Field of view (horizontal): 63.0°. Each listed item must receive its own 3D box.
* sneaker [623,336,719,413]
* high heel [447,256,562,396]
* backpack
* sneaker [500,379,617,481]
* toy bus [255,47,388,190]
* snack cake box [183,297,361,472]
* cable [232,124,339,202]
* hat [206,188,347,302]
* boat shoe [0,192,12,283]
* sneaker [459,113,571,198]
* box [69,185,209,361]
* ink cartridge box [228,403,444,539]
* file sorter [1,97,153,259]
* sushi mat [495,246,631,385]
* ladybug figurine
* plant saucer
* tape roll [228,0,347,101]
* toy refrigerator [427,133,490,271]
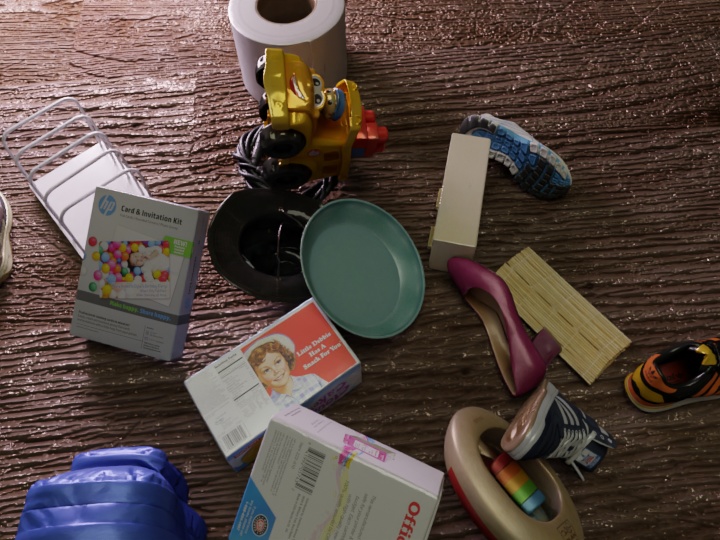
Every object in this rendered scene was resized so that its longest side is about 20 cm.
[{"bbox_3d":[0.437,0.120,0.740,0.195,0.091,0.071,-16,60,-8],"label":"sneaker"},{"bbox_3d":[0.171,0.068,0.787,0.096,0.068,0.200,-36,66,-26],"label":"high heel"},{"bbox_3d":[-0.256,0.269,0.600,0.158,0.202,0.171,-8,59,-3],"label":"backpack"},{"bbox_3d":[0.227,0.192,0.660,0.108,0.199,0.071,44,108,16],"label":"sneaker"},{"bbox_3d":[-0.052,-0.209,0.835,0.187,0.201,0.139,-3,72,-6],"label":"toy bus"},{"bbox_3d":[-0.108,0.142,0.750,0.198,0.068,0.115,-32,62,-17],"label":"snack cake box"},{"bbox_3d":[-0.117,-0.177,0.947,0.160,0.051,0.202,-21,63,-14],"label":"cable"},{"bbox_3d":[-0.121,-0.024,0.841,0.196,0.081,0.205,9,60,-15],"label":"hat"},{"bbox_3d":[-0.570,-0.070,0.883,0.072,0.065,0.202,-25,61,-12],"label":"boat shoe"},{"bbox_3d":[0.259,-0.197,0.946,0.199,0.076,0.086,39,41,11],"label":"sneaker"},{"bbox_3d":[-0.298,0.003,0.793,0.152,0.041,0.205,13,92,8],"label":"box"},{"bbox_3d":[-0.022,0.258,0.639,0.196,0.085,0.148,21,92,14],"label":"ink cartridge box"},{"bbox_3d":[-0.420,-0.139,0.888,0.138,0.125,0.200,-38,66,-19],"label":"file sorter"},{"bbox_3d":[0.275,0.057,0.825,0.095,0.012,0.200,-35,64,-16],"label":"sushi mat"},{"bbox_3d":[0.165,0.251,0.664,0.134,0.073,0.201,-8,50,-44],"label":"ladybug figurine"},{"bbox_3d":[0.000,0.000,0.812,0.196,0.036,0.205,14,61,-27],"label":"plant saucer"},{"bbox_3d":[-0.122,-0.407,1.033,0.197,0.140,0.207,-1,58,1],"label":"tape roll"},{"bbox_3d":[0.148,-0.103,0.886,0.068,0.076,0.204,10,60,7],"label":"toy refrigerator"}]
